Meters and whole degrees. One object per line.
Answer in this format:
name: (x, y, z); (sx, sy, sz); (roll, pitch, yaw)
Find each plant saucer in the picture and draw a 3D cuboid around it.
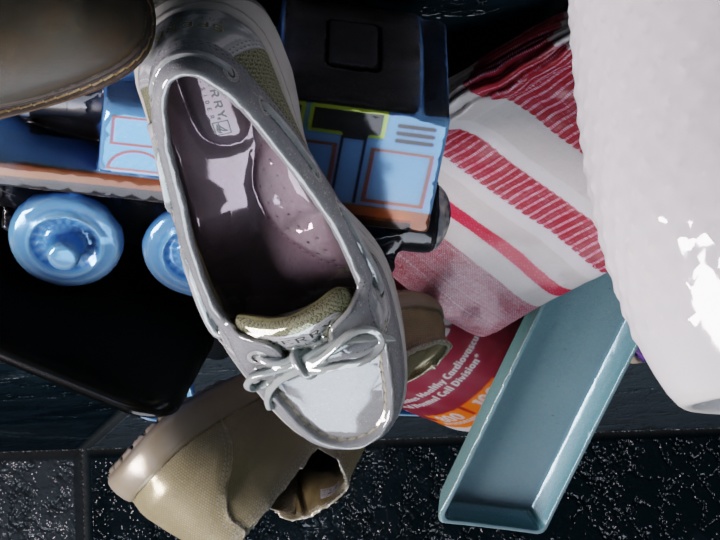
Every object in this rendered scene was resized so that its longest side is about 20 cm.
plant saucer: (0.102, 0.041, 1.153); (0.070, 0.201, 0.019); (11, -155, -34)

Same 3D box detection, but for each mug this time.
mug: (0.147, -0.044, 0.808); (0.147, 0.176, 0.200); (-4, 171, 8)

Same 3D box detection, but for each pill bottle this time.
pill bottle: (0.000, 0.000, 1.156); (0.200, 0.115, 0.114); (23, 157, -36)

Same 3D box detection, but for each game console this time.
game console: (-0.157, 0.009, 0.999); (0.199, 0.117, 0.176); (23, 155, 2)

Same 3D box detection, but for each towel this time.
towel: (0.078, -0.038, 1.025); (0.144, 0.023, 0.200); (32, 138, -32)

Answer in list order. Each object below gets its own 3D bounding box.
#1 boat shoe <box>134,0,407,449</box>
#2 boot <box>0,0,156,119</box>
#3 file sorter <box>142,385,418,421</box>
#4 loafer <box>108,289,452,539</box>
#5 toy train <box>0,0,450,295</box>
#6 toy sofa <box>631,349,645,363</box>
boat shoe: (-0.034, -0.007, 0.865); (0.074, 0.203, 0.065); (-13, -148, 8)
boot: (-0.160, -0.089, 0.750); (0.199, 0.075, 0.097); (1, 174, -13)
file sorter: (-0.024, 0.024, 1.348); (0.199, 0.123, 0.138); (-7, 172, 39)
loafer: (-0.025, 0.071, 1.030); (0.200, 0.068, 0.076); (-28, 170, -42)
toy train: (-0.058, -0.052, 0.924); (0.199, 0.087, 0.115); (7, 129, -5)
toy sofa: (0.161, -0.004, 1.341); (0.082, 0.098, 0.200); (-7, 170, 28)
